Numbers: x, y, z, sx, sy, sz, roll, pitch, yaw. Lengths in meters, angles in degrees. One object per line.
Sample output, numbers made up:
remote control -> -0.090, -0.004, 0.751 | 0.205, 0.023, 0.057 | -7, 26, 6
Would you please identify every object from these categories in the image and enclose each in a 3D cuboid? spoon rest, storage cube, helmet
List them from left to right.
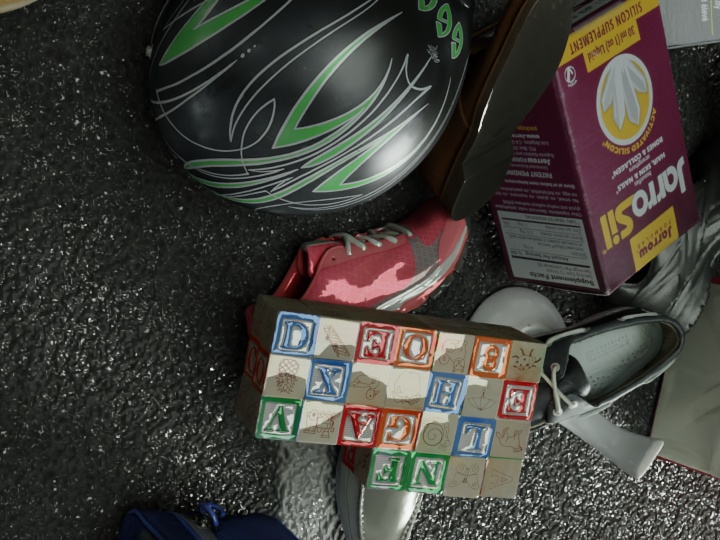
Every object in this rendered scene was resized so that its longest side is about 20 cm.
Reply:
helmet -> -0.035, -0.129, 0.733 | 0.200, 0.200, 0.191 | 43, 67, -28
spoon rest -> 0.164, 0.097, 0.964 | 0.200, 0.061, 0.099 | 43, 76, -14
storage cube -> 0.390, 0.112, 1.017 | 0.180, 0.171, 0.200 | 11, 94, -29

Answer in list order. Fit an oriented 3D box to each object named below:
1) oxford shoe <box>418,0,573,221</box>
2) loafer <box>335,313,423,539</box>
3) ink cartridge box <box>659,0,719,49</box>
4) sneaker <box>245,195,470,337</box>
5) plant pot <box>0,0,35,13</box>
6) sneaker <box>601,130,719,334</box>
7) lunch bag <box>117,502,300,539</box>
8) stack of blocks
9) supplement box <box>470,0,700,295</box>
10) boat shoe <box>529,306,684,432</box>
oxford shoe -> 0.080, -0.123, 0.783 | 0.071, 0.071, 0.200 | -23, 152, -36
loafer -> 0.026, 0.133, 0.878 | 0.070, 0.070, 0.200 | -1, 99, -29
ink cartridge box -> 0.267, -0.277, 0.905 | 0.200, 0.047, 0.198 | -8, 104, 3
sneaker -> 0.000, 0.000, 0.839 | 0.200, 0.074, 0.087 | -44, 115, -15
plant pot -> -0.249, -0.169, 0.608 | 0.200, 0.200, 0.028 | -5, 121, -28
sneaker -> 0.274, -0.040, 0.986 | 0.091, 0.076, 0.200 | 30, 80, -20
lunch bag -> -0.113, 0.255, 0.786 | 0.132, 0.136, 0.200 | 7, 95, -30
stack of blocks -> 0.019, 0.089, 0.799 | 0.200, 0.059, 0.115 | 9, 97, -21
supplement box -> 0.166, -0.101, 0.877 | 0.131, 0.103, 0.200 | -35, 119, -32
boat shoe -> 0.162, 0.079, 0.899 | 0.200, 0.060, 0.076 | -28, 99, -18
